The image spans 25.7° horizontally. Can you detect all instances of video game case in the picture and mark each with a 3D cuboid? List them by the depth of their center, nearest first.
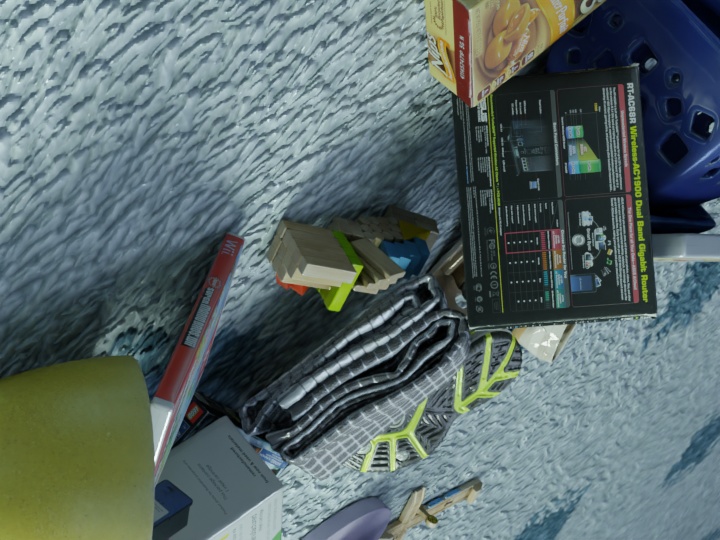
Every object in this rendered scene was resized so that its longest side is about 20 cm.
[{"bbox_3d":[-0.131,0.083,1.144,0.200,0.017,0.144,-73,-177,-53],"label":"video game case"},{"bbox_3d":[0.248,-0.019,1.389,0.199,0.181,0.023,-1,90,-52],"label":"video game case"}]

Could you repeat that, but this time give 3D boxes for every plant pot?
[{"bbox_3d":[-0.229,0.153,1.053,0.141,0.201,0.201,4,131,-20],"label":"plant pot"},{"bbox_3d":[0.262,-0.143,1.368,0.180,0.200,0.200,-50,156,23],"label":"plant pot"}]

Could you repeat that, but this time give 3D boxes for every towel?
[{"bbox_3d":[0.003,0.095,1.334,0.200,0.086,0.166,-37,173,0],"label":"towel"}]

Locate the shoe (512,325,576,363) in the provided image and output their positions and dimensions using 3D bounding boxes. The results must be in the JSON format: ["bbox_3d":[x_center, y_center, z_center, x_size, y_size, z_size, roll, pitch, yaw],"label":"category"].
[{"bbox_3d":[0.245,0.013,1.714,0.200,0.053,0.070,-52,154,9],"label":"shoe"}]

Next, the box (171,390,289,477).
[{"bbox_3d":[-0.146,0.180,1.357,0.137,0.040,0.200,-47,154,1],"label":"box"}]

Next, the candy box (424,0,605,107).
[{"bbox_3d":[0.137,-0.229,1.204,0.200,0.055,0.116,-39,153,-17],"label":"candy box"}]

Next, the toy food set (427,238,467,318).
[{"bbox_3d":[0.162,-0.025,1.487,0.200,0.061,0.143,-45,158,31],"label":"toy food set"}]

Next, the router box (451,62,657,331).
[{"bbox_3d":[0.153,-0.056,1.255,0.062,0.149,0.202,10,76,-82],"label":"router box"}]

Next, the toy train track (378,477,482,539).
[{"bbox_3d":[0.086,0.298,1.891,0.199,0.033,0.115,-20,143,-46],"label":"toy train track"}]

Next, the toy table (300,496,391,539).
[{"bbox_3d":[-0.014,0.350,1.715,0.200,0.117,0.184,-41,154,-16],"label":"toy table"}]

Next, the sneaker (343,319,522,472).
[{"bbox_3d":[0.056,0.115,1.456,0.199,0.076,0.076,-31,115,-2],"label":"sneaker"}]

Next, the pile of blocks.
[{"bbox_3d":[0.000,0.000,1.283,0.199,0.082,0.062,-11,137,-52],"label":"pile of blocks"}]

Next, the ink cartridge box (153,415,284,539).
[{"bbox_3d":[-0.163,0.230,1.260,0.199,0.088,0.146,-30,150,-25],"label":"ink cartridge box"}]
